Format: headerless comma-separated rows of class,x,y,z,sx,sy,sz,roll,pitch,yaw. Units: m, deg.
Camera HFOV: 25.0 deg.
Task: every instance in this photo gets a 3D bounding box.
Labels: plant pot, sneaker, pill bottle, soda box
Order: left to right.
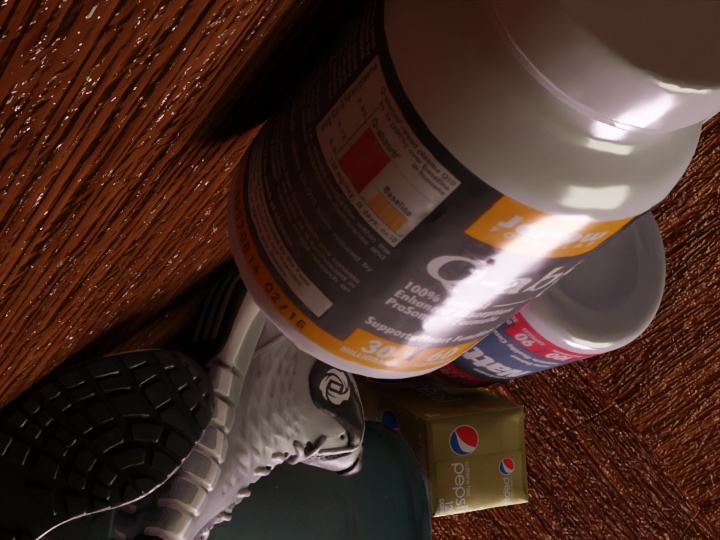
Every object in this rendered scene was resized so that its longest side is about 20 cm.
sneaker,-0.168,0.100,0.833,0.200,0.076,0.088,-34,-170,-5
plant pot,-0.091,0.173,0.996,0.196,0.200,0.200,15,143,-28
sneaker,-0.055,0.109,0.879,0.075,0.115,0.200,-1,-114,63
soda box,0.042,0.106,1.087,0.068,0.064,0.200,-6,-171,-18
pill bottle,0.042,-0.050,0.548,0.116,0.116,0.200,-34,174,-37
pill bottle,0.082,0.010,1.012,0.120,0.120,0.200,-35,-174,-34

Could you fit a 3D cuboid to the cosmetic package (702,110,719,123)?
cosmetic package,0.112,-0.098,0.713,0.108,0.085,0.200,-24,-175,31
